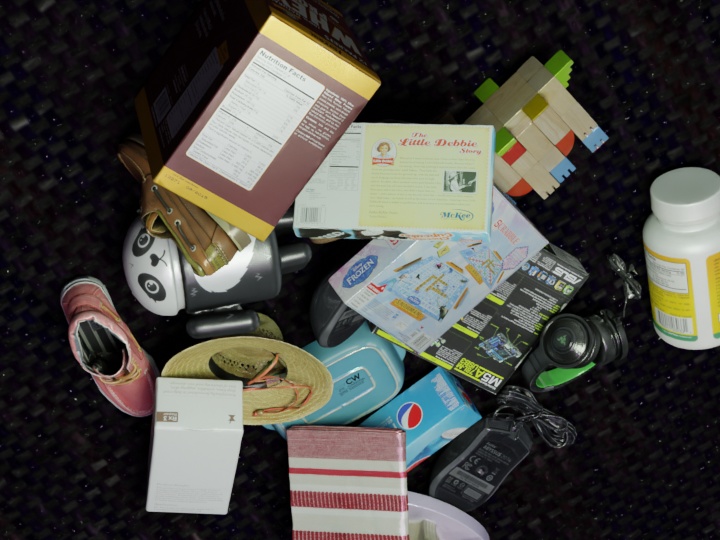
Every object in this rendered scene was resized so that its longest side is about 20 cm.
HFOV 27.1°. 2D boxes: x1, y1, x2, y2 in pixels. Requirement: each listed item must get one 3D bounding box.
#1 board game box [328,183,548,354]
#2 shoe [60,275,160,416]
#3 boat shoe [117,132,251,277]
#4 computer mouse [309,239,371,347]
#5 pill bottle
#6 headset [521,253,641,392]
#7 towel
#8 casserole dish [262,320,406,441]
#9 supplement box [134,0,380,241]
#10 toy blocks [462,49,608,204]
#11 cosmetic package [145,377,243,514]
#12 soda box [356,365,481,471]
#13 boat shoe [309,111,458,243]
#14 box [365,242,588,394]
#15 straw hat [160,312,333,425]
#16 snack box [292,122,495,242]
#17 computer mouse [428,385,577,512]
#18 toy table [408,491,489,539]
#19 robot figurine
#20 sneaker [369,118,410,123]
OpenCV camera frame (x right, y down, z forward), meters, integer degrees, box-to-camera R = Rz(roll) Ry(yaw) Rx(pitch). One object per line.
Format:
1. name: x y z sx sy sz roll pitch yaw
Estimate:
1. board game box: 0.089 -0.011 1.630 0.199 0.041 0.200 -41 149 7
2. shoe: -0.276 0.106 1.671 0.071 0.091 0.200 -24 123 -1
3. boat shoe: -0.199 -0.069 1.528 0.068 0.200 0.072 -43 145 -9
4. computer mouse: 0.000 0.000 1.686 0.138 0.053 0.200 -16 144 -58
5. pill bottle: 0.394 -0.016 1.771 0.113 0.113 0.200 -17 122 -5
6. headset: 0.268 0.071 1.799 0.123 0.094 0.200 -6 148 -42
7. towel: -0.013 0.281 1.775 0.144 0.023 0.200 1 102 14
8. casserole dish: -0.034 0.140 1.790 0.200 0.039 0.121 -29 123 2
9. supplement box: -0.108 -0.178 1.489 0.133 0.197 0.200 29 109 -27
10. toy blocks: 0.183 -0.138 1.665 0.200 0.100 0.137 -43 133 8
11. cosmetic package: -0.192 0.204 1.716 0.101 0.074 0.200 4 142 -10
12. soda box: 0.044 0.205 1.820 0.200 0.064 0.068 -36 151 8
13. boat shoe: 0.021 -0.103 1.574 0.200 0.072 0.076 -32 109 -13
14. box: 0.138 0.030 1.769 0.200 0.048 0.193 26 112 -27
15. straw hat: -0.128 0.094 1.703 0.201 0.085 0.201 -1 145 -1
16. snack box: 0.035 -0.090 1.516 0.200 0.116 0.037 2 165 8
17. computer mouse: 0.162 0.226 1.882 0.138 0.053 0.200 36 108 -32
18. toy table: 0.067 0.364 1.871 0.200 0.117 0.184 17 138 -8
19. robot figurine: -0.156 -0.020 1.610 0.200 0.150 0.125 -10 134 -10
20. sneaker: -0.027 -0.101 1.625 0.200 0.078 0.100 -7 117 -11
